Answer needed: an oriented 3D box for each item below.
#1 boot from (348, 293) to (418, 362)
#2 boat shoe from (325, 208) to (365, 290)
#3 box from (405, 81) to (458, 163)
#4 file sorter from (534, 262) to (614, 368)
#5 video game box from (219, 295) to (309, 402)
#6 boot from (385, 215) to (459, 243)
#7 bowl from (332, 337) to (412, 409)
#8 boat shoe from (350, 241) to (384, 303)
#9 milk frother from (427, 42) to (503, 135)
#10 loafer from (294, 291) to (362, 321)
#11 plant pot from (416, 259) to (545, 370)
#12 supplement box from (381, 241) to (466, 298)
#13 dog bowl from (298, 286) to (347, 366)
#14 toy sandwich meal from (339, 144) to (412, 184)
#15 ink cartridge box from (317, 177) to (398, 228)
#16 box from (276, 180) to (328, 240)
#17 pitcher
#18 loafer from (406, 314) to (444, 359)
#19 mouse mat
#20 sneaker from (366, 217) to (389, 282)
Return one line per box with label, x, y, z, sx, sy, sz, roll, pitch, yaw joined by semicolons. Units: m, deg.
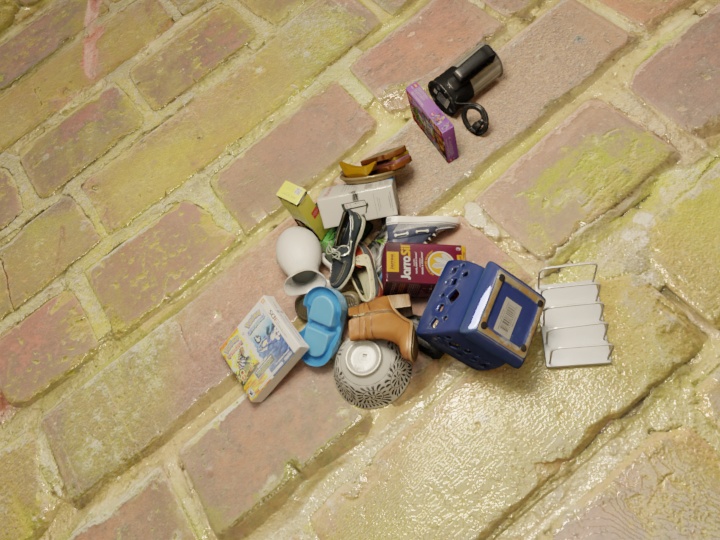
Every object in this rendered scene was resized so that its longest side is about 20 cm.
boot;0.048;0.138;1.310;0.154;0.077;0.201;-12;48;6
boat shoe;-0.044;-0.053;1.421;0.075;0.062;0.201;13;81;46
box;0.199;-0.410;1.591;0.039;0.137;0.201;-31;61;-1
file sorter;0.474;0.100;1.279;0.138;0.125;0.201;-7;64;13
video game box;-0.246;0.195;1.444;0.200;0.047;0.182;-49;58;13
boot;0.160;-0.092;1.477;0.199;0.073;0.091;-2;89;-14
bowl;0.016;0.219;1.367;0.199;0.094;0.202;-7;63;13
boat shoe;0.000;0.000;1.446;0.071;0.062;0.201;-35;63;25
milk frother;0.330;-0.509;1.620;0.188;0.180;0.200;-39;104;-5
loafer;-0.079;0.090;1.472;0.199;0.067;0.077;-3;92;30
plant pot;0.274;0.099;1.258;0.180;0.199;0.201;-9;51;64
supplement box;0.154;0.001;1.405;0.199;0.086;0.111;3;64;-4
dog bowl;-0.093;0.135;1.415;0.111;0.049;0.201;19;103;28
toy sandwich meal;0.035;-0.289;1.562;0.204;0.071;0.205;-10;18;3
ink cartridge box;-0.003;-0.185;1.528;0.199;0.085;0.146;-10;19;9
box;-0.149;-0.155;1.523;0.075;0.200;0.050;27;75;27
pitcher;-0.133;-0.023;1.509;0.171;0.122;0.200;7;37;-23
loafer;0.129;0.137;1.393;0.200;0.068;0.070;33;66;23
mouse mat;-0.082;-0.110;1.601;0.200;0.008;0.161;32;77;27
sneaker;0.050;-0.067;1.507;0.082;0.071;0.201;7;70;12
